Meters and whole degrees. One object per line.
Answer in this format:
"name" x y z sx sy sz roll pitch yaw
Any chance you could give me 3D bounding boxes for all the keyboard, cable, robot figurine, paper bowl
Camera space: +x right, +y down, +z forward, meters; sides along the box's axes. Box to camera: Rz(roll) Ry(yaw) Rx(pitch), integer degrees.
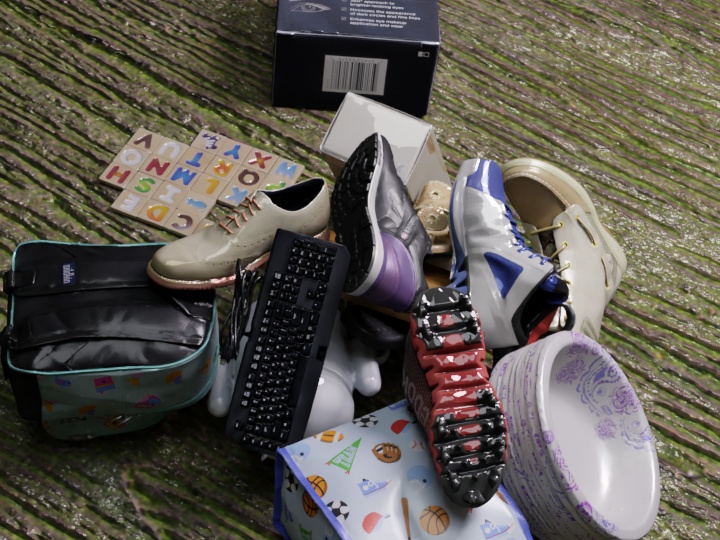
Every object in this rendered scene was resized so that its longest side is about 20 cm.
"keyboard" -0.082 0.062 1.385 0.103 0.040 0.202 13 84 10
"cable" 0.148 0.090 1.512 0.096 0.050 0.202 19 89 6
"robot figurine" -0.065 0.101 1.476 0.168 0.114 0.201 -11 46 3
"paper bowl" 0.184 0.167 1.416 0.200 0.104 0.202 34 43 -39

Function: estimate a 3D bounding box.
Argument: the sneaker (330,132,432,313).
"sneaker" 0.025 -0.040 1.469 0.087 0.076 0.202 26 44 -27

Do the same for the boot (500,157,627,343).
"boot" 0.198 -0.004 1.575 0.072 0.200 0.156 -14 41 41

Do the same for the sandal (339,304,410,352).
"sandal" 0.048 0.065 1.527 0.199 0.045 0.075 2 33 -47

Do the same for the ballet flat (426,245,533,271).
"ballet flat" 0.129 0.008 1.613 0.198 0.070 0.070 -3 45 -30

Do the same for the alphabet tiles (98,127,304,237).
"alphabet tiles" -0.185 -0.100 1.727 0.198 0.008 0.168 20 47 11

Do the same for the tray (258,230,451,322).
"tray" 0.000 0.000 1.522 0.198 0.037 0.099 20 19 15

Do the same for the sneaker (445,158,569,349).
"sneaker" 0.145 -0.007 1.470 0.114 0.081 0.202 -4 65 20

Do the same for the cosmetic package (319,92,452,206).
"cosmetic package" 0.031 -0.108 1.629 0.104 0.200 0.072 24 80 13

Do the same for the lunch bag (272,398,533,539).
"lunch bag" 0.039 0.231 1.353 0.169 0.125 0.200 -21 44 -27

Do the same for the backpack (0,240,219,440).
"backpack" -0.230 0.064 1.460 0.198 0.154 0.177 -8 46 -1

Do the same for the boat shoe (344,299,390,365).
"boat shoe" 0.013 0.009 1.611 0.074 0.062 0.201 12 46 3

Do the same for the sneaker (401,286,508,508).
"sneaker" 0.081 0.120 1.349 0.070 0.098 0.202 -4 61 -13

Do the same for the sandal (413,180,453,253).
"sandal" 0.076 -0.058 1.581 0.077 0.071 0.212 0 4 13

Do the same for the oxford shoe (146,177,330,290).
"oxford shoe" -0.114 -0.040 1.442 0.199 0.074 0.071 -23 46 -34

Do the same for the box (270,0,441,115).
"box" -0.007 -0.301 1.870 0.194 0.118 0.201 4 47 -4
